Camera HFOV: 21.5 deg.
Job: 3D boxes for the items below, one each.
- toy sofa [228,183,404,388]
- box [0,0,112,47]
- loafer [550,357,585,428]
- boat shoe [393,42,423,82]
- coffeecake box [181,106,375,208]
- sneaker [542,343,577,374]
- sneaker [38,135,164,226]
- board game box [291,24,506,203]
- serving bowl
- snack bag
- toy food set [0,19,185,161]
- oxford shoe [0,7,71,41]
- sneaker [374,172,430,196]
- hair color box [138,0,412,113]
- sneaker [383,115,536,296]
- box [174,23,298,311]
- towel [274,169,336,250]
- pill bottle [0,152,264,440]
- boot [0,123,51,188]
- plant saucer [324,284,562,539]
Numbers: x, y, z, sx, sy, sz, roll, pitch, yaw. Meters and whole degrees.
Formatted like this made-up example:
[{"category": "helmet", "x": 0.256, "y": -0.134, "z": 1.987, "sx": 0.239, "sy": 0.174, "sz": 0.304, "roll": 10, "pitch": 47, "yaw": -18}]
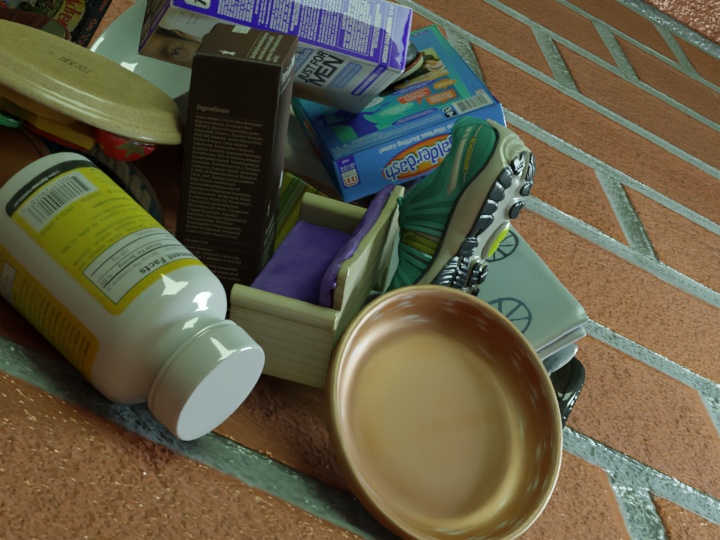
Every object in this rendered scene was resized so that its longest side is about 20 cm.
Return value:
[{"category": "toy sofa", "x": -0.033, "y": -0.002, "z": 1.435, "sx": 0.082, "sy": 0.098, "sz": 0.200, "roll": 15, "pitch": 26, "yaw": 9}, {"category": "box", "x": -0.275, "y": -0.267, "z": 1.635, "sx": 0.136, "sy": 0.200, "sz": 0.038, "roll": 34, "pitch": 20, "yaw": 6}, {"category": "loafer", "x": 0.146, "y": 0.090, "z": 1.655, "sx": 0.071, "sy": 0.073, "sz": 0.200, "roll": 20, "pitch": 17, "yaw": -7}, {"category": "boat shoe", "x": -0.027, "y": -0.209, "z": 1.694, "sx": 0.071, "sy": 0.063, "sz": 0.200, "roll": -35, "pitch": 35, "yaw": -30}, {"category": "coffeecake box", "x": -0.070, "y": -0.085, "z": 1.708, "sx": 0.153, "sy": 0.073, "sz": 0.200, "roll": 23, "pitch": 22, "yaw": -29}, {"category": "sneaker", "x": 0.112, "y": 0.097, "z": 1.502, "sx": 0.075, "sy": 0.115, "sz": 0.200, "roll": 32, "pitch": 20, "yaw": -12}, {"category": "sneaker", "x": -0.228, "y": -0.089, "z": 1.495, "sx": 0.200, "sy": 0.075, "sz": 0.087, "roll": 37, "pitch": 15, "yaw": 10}, {"category": "board game box", "x": 0.028, "y": -0.141, "z": 1.660, "sx": 0.200, "sy": 0.151, "sz": 0.045, "roll": -117, "pitch": -171, "yaw": -59}, {"category": "serving bowl", "x": -0.153, "y": -0.181, "z": 1.684, "sx": 0.066, "sy": 0.199, "sz": 0.200, "roll": 59, "pitch": 3, "yaw": -36}, {"category": "snack bag", "x": 0.058, "y": 0.030, "z": 1.516, "sx": 0.200, "sy": 0.188, "sz": 0.021, "roll": 55, "pitch": -6, "yaw": 45}, {"category": "toy food set", "x": -0.224, "y": -0.135, "z": 1.428, "sx": 0.197, "sy": 0.049, "sz": 0.200, "roll": 22, "pitch": 13, "yaw": -17}, {"category": "oxford shoe", "x": -0.338, "y": -0.178, "z": 1.548, "sx": 0.199, "sy": 0.075, "sz": 0.071, "roll": 13, "pitch": 37, "yaw": 1}, {"category": "sneaker", "x": 0.041, "y": -0.079, "z": 1.688, "sx": 0.081, "sy": 0.076, "sz": 0.200, "roll": 53, "pitch": 11, "yaw": -30}, {"category": "hair color box", "x": -0.070, "y": -0.195, "z": 1.548, "sx": 0.199, "sy": 0.065, "sz": 0.109, "roll": 15, "pitch": -19, "yaw": -16}, {"category": "sneaker", "x": 0.060, "y": -0.025, "z": 1.453, "sx": 0.080, "sy": 0.201, "sz": 0.077, "roll": 38, "pitch": 14, "yaw": 31}, {"category": "box", "x": -0.097, "y": -0.080, "z": 1.465, "sx": 0.075, "sy": 0.201, "sz": 0.100, "roll": 7, "pitch": 21, "yaw": 3}, {"category": "towel", "x": 0.000, "y": 0.000, "z": 1.603, "sx": 0.199, "sy": 0.086, "sz": 0.018, "roll": 31, "pitch": 17, "yaw": -7}, {"category": "pill bottle", "x": -0.161, "y": 0.020, "z": 1.285, "sx": 0.200, "sy": 0.112, "sz": 0.111, "roll": 42, "pitch": 22, "yaw": 21}, {"category": "boot", "x": -0.326, "y": -0.087, "z": 1.348, "sx": 0.199, "sy": 0.074, "sz": 0.155, "roll": 27, "pitch": 16, "yaw": 21}, {"category": "plant saucer", "x": 0.057, "y": 0.110, "z": 1.382, "sx": 0.199, "sy": 0.037, "sz": 0.201, "roll": 13, "pitch": 64, "yaw": -28}]
